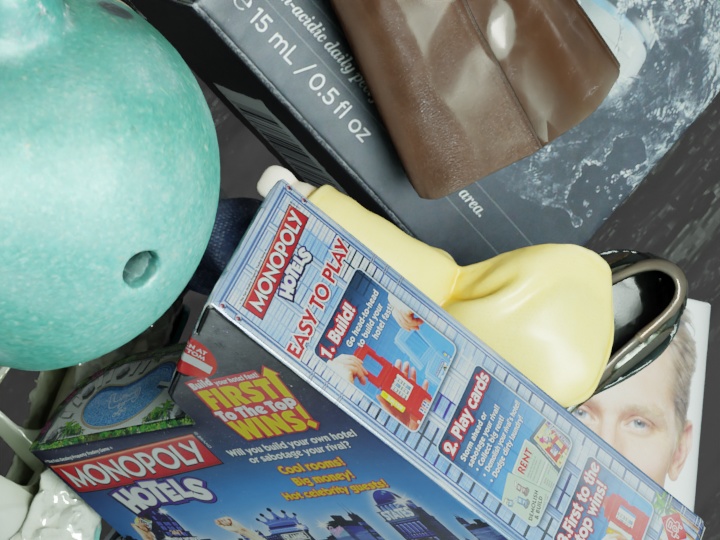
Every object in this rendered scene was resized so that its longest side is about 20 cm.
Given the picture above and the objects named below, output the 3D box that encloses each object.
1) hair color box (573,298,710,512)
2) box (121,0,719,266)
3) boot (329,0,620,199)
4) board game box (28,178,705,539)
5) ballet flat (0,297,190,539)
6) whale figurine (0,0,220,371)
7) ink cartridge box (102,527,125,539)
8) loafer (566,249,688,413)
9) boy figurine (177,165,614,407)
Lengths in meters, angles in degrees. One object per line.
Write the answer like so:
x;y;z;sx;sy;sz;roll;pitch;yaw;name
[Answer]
0.090;0.105;1.039;0.100;0.061;0.200;12;77;-27;hair color box
0.039;-0.118;0.963;0.200;0.117;0.197;-48;117;-8;box
-0.012;-0.091;0.852;0.186;0.064;0.200;-35;117;-10;boot
-0.015;0.063;0.855;0.200;0.200;0.062;49;50;-27;board game box
-0.130;0.078;0.936;0.072;0.072;0.200;37;55;-28;ballet flat
-0.126;-0.023;0.744;0.200;0.104;0.159;-4;123;-51;whale figurine
-0.030;0.161;1.011;0.198;0.043;0.200;52;60;-26;ink cartridge box
0.048;0.051;0.967;0.200;0.063;0.072;-34;86;-10;loafer
0.000;0.000;0.884;0.064;0.200;0.124;-64;148;-20;boy figurine
